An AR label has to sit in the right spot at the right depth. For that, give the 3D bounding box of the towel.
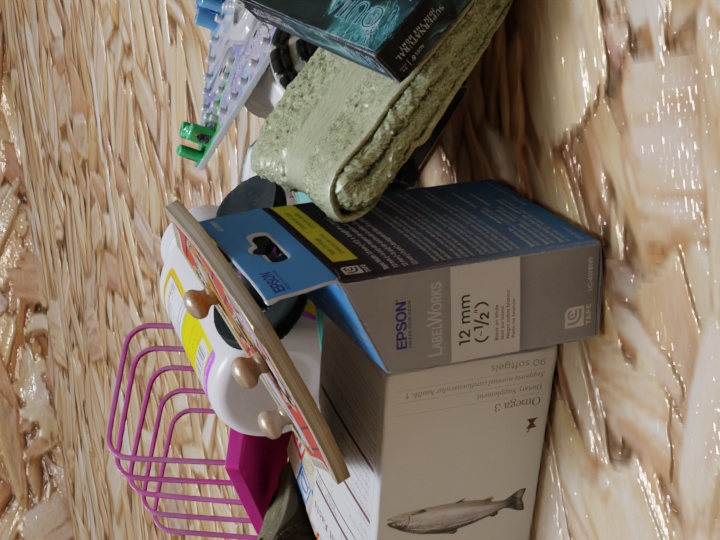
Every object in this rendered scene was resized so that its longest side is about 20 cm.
[{"bbox_3d":[0.014,-0.128,0.939,0.200,0.036,0.148,-56,31,-2],"label":"towel"}]

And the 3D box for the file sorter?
[{"bbox_3d":[-0.142,0.148,1.379,0.200,0.125,0.139,78,-163,-60],"label":"file sorter"}]

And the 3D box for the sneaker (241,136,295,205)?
[{"bbox_3d":[-0.046,-0.023,1.278,0.081,0.076,0.200,32,135,56],"label":"sneaker"}]

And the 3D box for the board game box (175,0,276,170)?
[{"bbox_3d":[-0.092,-0.212,1.215,0.200,0.026,0.200,-51,28,44],"label":"board game box"}]

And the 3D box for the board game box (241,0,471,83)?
[{"bbox_3d":[0.013,-0.192,0.940,0.028,0.135,0.200,42,176,-33],"label":"board game box"}]

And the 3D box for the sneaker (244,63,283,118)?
[{"bbox_3d":[-0.056,-0.156,1.201,0.200,0.075,0.089,42,171,48],"label":"sneaker"}]

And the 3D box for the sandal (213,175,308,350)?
[{"bbox_3d":[-0.085,-0.012,1.107,0.048,0.075,0.201,48,-166,-32],"label":"sandal"}]

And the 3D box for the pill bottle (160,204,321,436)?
[{"bbox_3d":[-0.094,0.030,1.195,0.200,0.104,0.104,-123,31,-49],"label":"pill bottle"}]

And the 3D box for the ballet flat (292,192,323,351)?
[{"bbox_3d":[0.000,0.000,1.101,0.070,0.065,0.200,-19,71,31],"label":"ballet flat"}]

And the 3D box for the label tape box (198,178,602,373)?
[{"bbox_3d":[0.020,0.004,0.901,0.143,0.200,0.066,-140,43,-62],"label":"label tape box"}]

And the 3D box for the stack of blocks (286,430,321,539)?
[{"bbox_3d":[0.000,0.135,1.222,0.200,0.058,0.115,107,148,-50],"label":"stack of blocks"}]

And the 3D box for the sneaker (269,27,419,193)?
[{"bbox_3d":[-0.012,-0.097,1.051,0.089,0.077,0.200,81,175,-61],"label":"sneaker"}]

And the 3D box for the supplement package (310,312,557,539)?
[{"bbox_3d":[0.043,0.110,1.005,0.117,0.117,0.200,-126,33,-52],"label":"supplement package"}]

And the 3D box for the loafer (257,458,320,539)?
[{"bbox_3d":[-0.051,0.239,1.307,0.200,0.076,0.067,-76,12,-51],"label":"loafer"}]

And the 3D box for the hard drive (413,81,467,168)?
[{"bbox_3d":[0.014,-0.178,1.084,0.140,0.038,0.200,121,137,-61],"label":"hard drive"}]

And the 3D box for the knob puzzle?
[{"bbox_3d":[-0.070,0.048,0.925,0.220,0.030,0.220,57,171,14],"label":"knob puzzle"}]
